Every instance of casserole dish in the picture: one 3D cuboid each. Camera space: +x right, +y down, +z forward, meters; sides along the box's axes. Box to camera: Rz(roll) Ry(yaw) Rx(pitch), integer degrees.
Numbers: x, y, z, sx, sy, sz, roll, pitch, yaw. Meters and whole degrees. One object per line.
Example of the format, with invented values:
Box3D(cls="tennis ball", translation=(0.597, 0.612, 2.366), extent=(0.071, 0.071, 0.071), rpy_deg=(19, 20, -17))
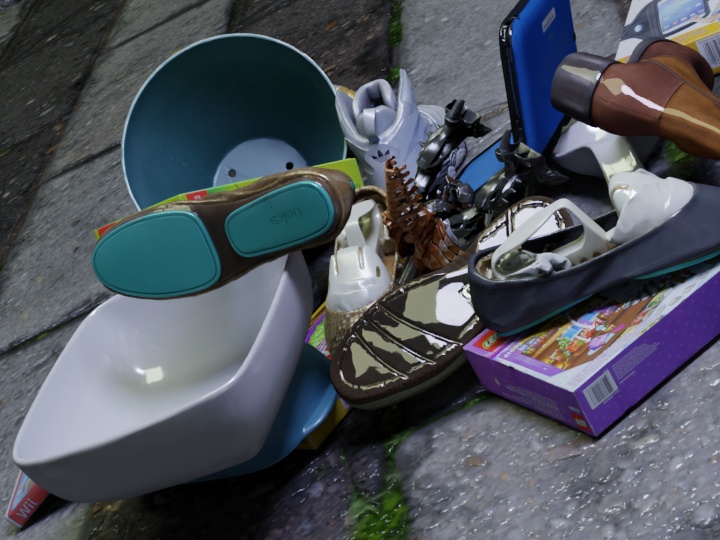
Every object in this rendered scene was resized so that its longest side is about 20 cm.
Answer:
Box3D(cls="casserole dish", translation=(-0.105, 0.098, 1.301), extent=(0.199, 0.039, 0.121), rpy_deg=(-13, 31, 37))

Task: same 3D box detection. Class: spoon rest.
Box3D(cls="spoon rest", translation=(0.195, -0.091, 1.369), extent=(0.099, 0.061, 0.200), rpy_deg=(-26, 23, 9))

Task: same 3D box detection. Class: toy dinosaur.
Box3D(cls="toy dinosaur", translation=(0.066, -0.039, 1.272), extent=(0.136, 0.102, 0.200), rpy_deg=(-54, -6, 1))

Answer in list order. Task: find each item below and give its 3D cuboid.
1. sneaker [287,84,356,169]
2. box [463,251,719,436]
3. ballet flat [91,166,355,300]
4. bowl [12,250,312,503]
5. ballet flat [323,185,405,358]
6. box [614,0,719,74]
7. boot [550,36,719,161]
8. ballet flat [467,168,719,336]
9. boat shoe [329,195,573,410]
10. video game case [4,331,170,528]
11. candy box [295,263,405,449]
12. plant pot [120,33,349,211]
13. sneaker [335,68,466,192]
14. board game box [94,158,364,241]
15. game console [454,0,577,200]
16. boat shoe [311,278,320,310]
Box3D(cls="sneaker", translation=(-0.051, -0.124, 1.761), extent=(0.199, 0.076, 0.088), rpy_deg=(-3, 50, 55))
Box3D(cls="box", translation=(0.180, 0.019, 1.174), extent=(0.200, 0.039, 0.137), rpy_deg=(-37, 23, -16))
Box3D(cls="ballet flat", translation=(-0.087, -0.029, 1.231), extent=(0.199, 0.068, 0.072), rpy_deg=(-19, 7, 26))
Box3D(cls="bowl", translation=(-0.123, 0.076, 1.229), extent=(0.199, 0.075, 0.200), rpy_deg=(-19, 27, 25))
Box3D(cls="ballet flat", translation=(0.000, 0.000, 1.338), extent=(0.070, 0.066, 0.200), rpy_deg=(-18, 28, 12))
Box3D(cls="box", translation=(0.287, -0.220, 1.558), extent=(0.118, 0.042, 0.200), rpy_deg=(-19, 26, 25))
Box3D(cls="boot", translation=(0.257, -0.103, 1.233), extent=(0.199, 0.069, 0.188), rpy_deg=(25, 13, 32))
Box3D(cls="ballet flat", translation=(0.155, -0.021, 1.147), extent=(0.199, 0.073, 0.073), rpy_deg=(-23, 23, 17))
Box3D(cls="boat shoe", translation=(0.070, 0.035, 1.249), extent=(0.199, 0.076, 0.072), rpy_deg=(-34, 63, -4))
Box3D(cls="video game case", translation=(-0.206, 0.095, 1.424), extent=(0.200, 0.017, 0.143), rpy_deg=(-49, 16, 18))
Box3D(cls="candy box", translation=(-0.017, 0.061, 1.352), extent=(0.102, 0.027, 0.200), rpy_deg=(-3, 35, 43))
Box3D(cls="plant pot", translation=(-0.099, -0.093, 1.615), extent=(0.199, 0.201, 0.135), rpy_deg=(-30, -16, 1))
Box3D(cls="sneaker", translation=(0.036, -0.125, 1.563), extent=(0.075, 0.115, 0.200), rpy_deg=(-17, 25, 17))
Box3D(cls="board game box", translation=(-0.095, -0.038, 1.393), extent=(0.101, 0.048, 0.199), rpy_deg=(-19, -2, 41))
Box3D(cls="game console", translation=(0.102, -0.132, 1.439), extent=(0.117, 0.172, 0.200), rpy_deg=(-4, 22, 19))
Box3D(cls="boat shoe", translation=(-0.129, 0.048, 1.480), extent=(0.199, 0.057, 0.069), rpy_deg=(-30, 22, -1))
